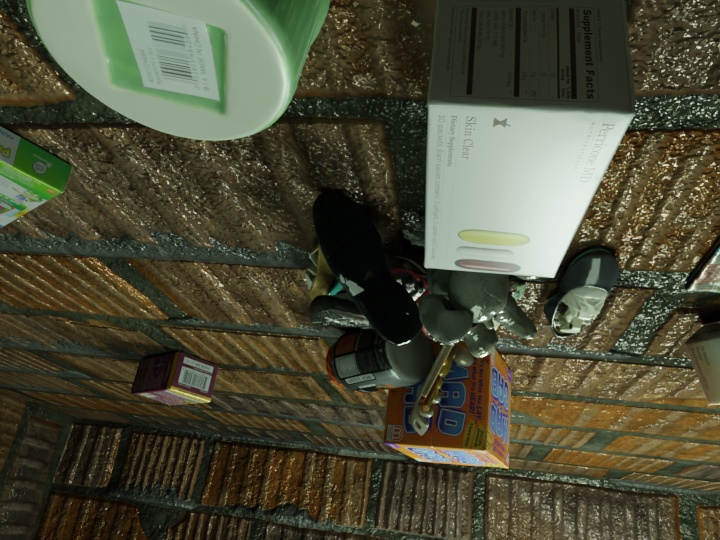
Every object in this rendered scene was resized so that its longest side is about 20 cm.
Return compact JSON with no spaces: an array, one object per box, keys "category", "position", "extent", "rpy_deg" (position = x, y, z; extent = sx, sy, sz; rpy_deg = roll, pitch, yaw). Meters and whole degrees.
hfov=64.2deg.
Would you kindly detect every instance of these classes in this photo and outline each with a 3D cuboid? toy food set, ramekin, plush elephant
[{"category":"toy food set","position":[0.150,0.185,0.991],"extent":[0.060,0.201,0.144],"rpy_deg":[27,163,12]},{"category":"ramekin","position":[-0.124,-0.183,0.402],"extent":[0.197,0.099,0.200],"rpy_deg":[7,155,3]},{"category":"plush elephant","position":[0.144,0.023,0.669],"extent":[0.199,0.165,0.155],"rpy_deg":[36,-168,-19]}]

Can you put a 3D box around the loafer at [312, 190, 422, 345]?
[{"category":"loafer","position":[0.000,0.000,0.691],"extent":[0.072,0.202,0.072],"rpy_deg":[-27,178,-10]}]

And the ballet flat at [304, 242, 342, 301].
[{"category":"ballet flat","position":[-0.048,-0.002,0.832],"extent":[0.063,0.069,0.200],"rpy_deg":[37,151,3]}]

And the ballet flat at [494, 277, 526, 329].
[{"category":"ballet flat","position":[0.177,0.067,0.876],"extent":[0.074,0.075,0.199],"rpy_deg":[21,154,-26]}]

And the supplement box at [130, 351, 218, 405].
[{"category":"supplement box","position":[-0.495,0.292,1.531],"extent":[0.199,0.104,0.131],"rpy_deg":[-14,148,38]}]

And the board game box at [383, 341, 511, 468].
[{"category":"board game box","position":[0.182,0.269,1.150],"extent":[0.198,0.202,0.200],"rpy_deg":[-4,153,25]}]

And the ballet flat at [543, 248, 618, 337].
[{"category":"ballet flat","position":[0.302,0.044,0.788],"extent":[0.072,0.074,0.200],"rpy_deg":[7,155,3]}]

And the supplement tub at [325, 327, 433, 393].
[{"category":"supplement tub","position":[0.029,0.159,1.057],"extent":[0.122,0.124,0.199],"rpy_deg":[24,152,-30]}]

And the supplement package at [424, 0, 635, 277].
[{"category":"supplement package","position":[0.107,-0.109,0.418],"extent":[0.109,0.157,0.200],"rpy_deg":[4,155,8]}]

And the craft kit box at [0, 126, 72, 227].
[{"category":"craft kit box","position":[-0.492,-0.134,0.694],"extent":[0.196,0.049,0.199],"rpy_deg":[-9,150,38]}]

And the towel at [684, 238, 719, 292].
[{"category":"towel","position":[0.515,-0.001,0.681],"extent":[0.198,0.022,0.147],"rpy_deg":[2,154,13]}]

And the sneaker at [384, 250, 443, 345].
[{"category":"sneaker","position":[0.087,0.036,0.811],"extent":[0.071,0.098,0.200],"rpy_deg":[-43,129,17]}]

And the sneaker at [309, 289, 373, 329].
[{"category":"sneaker","position":[-0.005,0.043,0.822],"extent":[0.073,0.081,0.199],"rpy_deg":[-4,173,32]}]

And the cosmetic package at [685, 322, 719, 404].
[{"category":"cosmetic package","position":[0.574,0.115,0.783],"extent":[0.087,0.104,0.199],"rpy_deg":[-18,175,-41]}]
